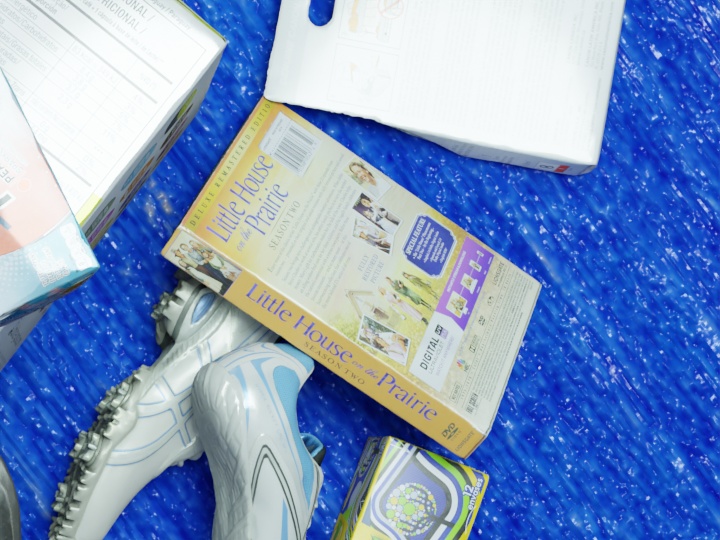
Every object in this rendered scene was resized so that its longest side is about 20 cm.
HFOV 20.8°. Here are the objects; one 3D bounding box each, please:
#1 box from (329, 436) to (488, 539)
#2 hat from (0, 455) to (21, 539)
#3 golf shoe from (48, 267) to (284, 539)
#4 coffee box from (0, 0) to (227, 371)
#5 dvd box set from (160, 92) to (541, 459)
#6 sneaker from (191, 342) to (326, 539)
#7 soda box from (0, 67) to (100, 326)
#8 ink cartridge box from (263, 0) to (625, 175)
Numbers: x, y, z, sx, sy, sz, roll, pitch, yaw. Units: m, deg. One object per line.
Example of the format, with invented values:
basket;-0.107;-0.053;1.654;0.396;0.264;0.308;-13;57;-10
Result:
box;0.003;0.197;1.095;0.064;0.070;0.201;21;82;-8
hat;-0.271;0.168;1.044;0.199;0.081;0.202;4;71;-12
golf shoe;-0.095;0.082;1.087;0.097;0.078;0.201;34;81;-12
coffee box;-0.210;-0.087;1.014;0.200;0.200;0.198;38;80;-4
dvd box set;0.000;0.000;1.087;0.199;0.029;0.147;34;37;-7
sneaker;-0.049;0.134;1.066;0.072;0.072;0.201;-14;117;-26
soda box;-0.189;-0.073;0.878;0.063;0.068;0.201;-27;91;-11
ink cartridge box;0.054;-0.153;1.152;0.199;0.050;0.163;11;84;-2
